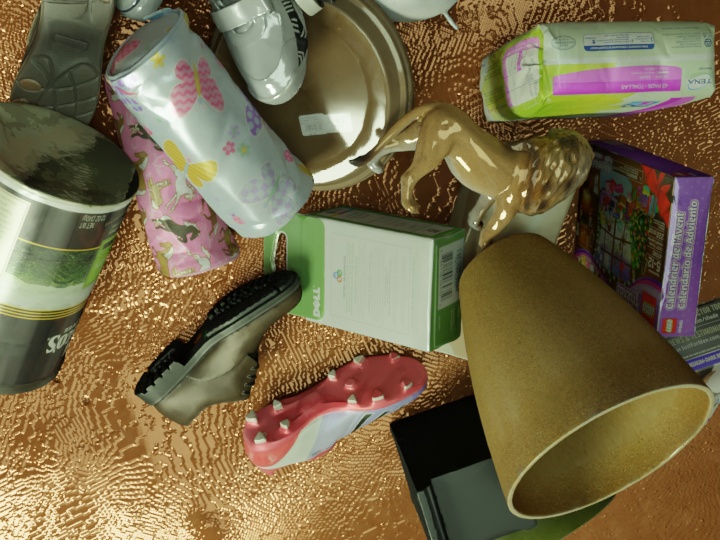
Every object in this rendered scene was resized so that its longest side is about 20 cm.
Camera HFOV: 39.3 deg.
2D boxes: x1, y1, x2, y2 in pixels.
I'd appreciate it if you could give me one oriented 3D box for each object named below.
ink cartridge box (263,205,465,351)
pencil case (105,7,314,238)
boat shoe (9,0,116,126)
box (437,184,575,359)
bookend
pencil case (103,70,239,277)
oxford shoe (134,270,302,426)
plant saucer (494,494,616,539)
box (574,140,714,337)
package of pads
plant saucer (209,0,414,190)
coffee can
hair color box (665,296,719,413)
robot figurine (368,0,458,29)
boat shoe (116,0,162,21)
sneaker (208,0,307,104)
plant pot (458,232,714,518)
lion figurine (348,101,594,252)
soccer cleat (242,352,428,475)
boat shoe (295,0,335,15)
[{"bbox_3d":[0.000,0.000,0.954,0.198,0.059,0.106,12,109,34],"label":"ink cartridge box"},{"bbox_3d":[-0.121,-0.120,0.844,0.200,0.082,0.091,49,60,-32],"label":"pencil case"},{"bbox_3d":[-0.256,-0.193,0.883,0.074,0.074,0.201,18,123,-21],"label":"boat shoe"},{"bbox_3d":[0.129,-0.016,0.980,0.093,0.078,0.203,15,102,-10],"label":"box"},{"bbox_3d":[0.142,0.186,0.972,0.197,0.199,0.093,-19,100,-3],"label":"bookend"},{"bbox_3d":[-0.169,-0.094,0.914,0.085,0.083,0.203,-16,107,-17],"label":"pencil case"},{"bbox_3d":[-0.122,0.077,0.979,0.199,0.073,0.084,-40,109,17],"label":"oxford shoe"},{"bbox_3d":[0.163,0.256,1.013,0.198,0.200,0.031,-29,81,0],"label":"plant saucer"},{"bbox_3d":[0.253,-0.037,0.928,0.038,0.200,0.139,-1,105,-9],"label":"box"},{"bbox_3d":[0.195,-0.170,0.883,0.152,0.200,0.069,-3,94,-6],"label":"package of pads"},{"bbox_3d":[-0.050,-0.162,0.897,0.197,0.030,0.203,8,118,15],"label":"plant saucer"},{"bbox_3d":[-0.292,-0.018,0.861,0.145,0.147,0.202,24,116,-13],"label":"coffee can"},{"bbox_3d":[0.298,0.109,0.985,0.108,0.066,0.201,-18,151,-3],"label":"hair color box"},{"bbox_3d":[0.038,-0.305,0.870,0.167,0.113,0.203,-3,108,20],"label":"robot figurine"},{"bbox_3d":[-0.186,-0.318,0.851,0.066,0.073,0.203,12,93,-46],"label":"boat shoe"},{"bbox_3d":[-0.112,-0.231,0.807,0.074,0.114,0.203,-18,86,29],"label":"sneaker"},{"bbox_3d":[0.165,0.074,0.857,0.184,0.202,0.188,-17,144,-13],"label":"plant pot"},{"bbox_3d":[0.100,-0.096,0.869,0.198,0.073,0.123,23,117,-24],"label":"lion figurine"},{"bbox_3d":[-0.024,0.145,1.020,0.197,0.067,0.077,-22,139,-7],"label":"soccer cleat"},{"bbox_3d":[-0.049,-0.307,0.834,0.060,0.203,0.074,-24,153,17],"label":"boat shoe"}]
